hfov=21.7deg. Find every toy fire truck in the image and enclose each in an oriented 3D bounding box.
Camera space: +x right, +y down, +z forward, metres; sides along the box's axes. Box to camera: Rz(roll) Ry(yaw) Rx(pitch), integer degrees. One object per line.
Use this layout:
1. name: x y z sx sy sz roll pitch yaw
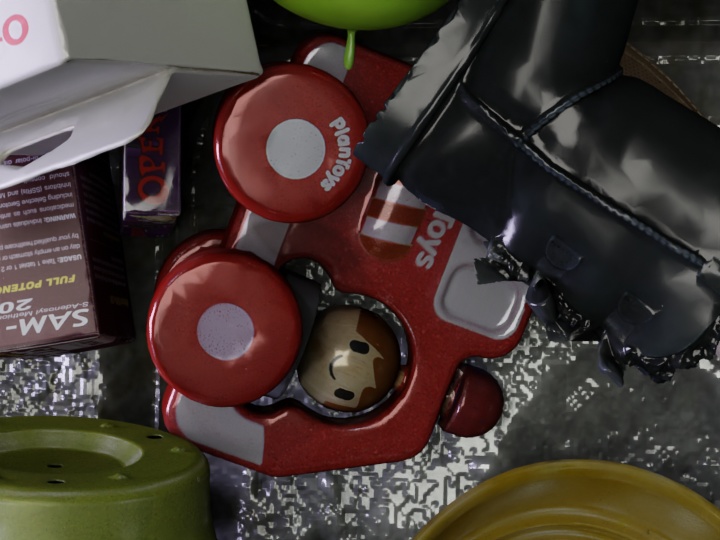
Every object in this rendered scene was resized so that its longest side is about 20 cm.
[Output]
1. toy fire truck: 0.000 0.000 0.835 0.167 0.112 0.201 20 94 -6

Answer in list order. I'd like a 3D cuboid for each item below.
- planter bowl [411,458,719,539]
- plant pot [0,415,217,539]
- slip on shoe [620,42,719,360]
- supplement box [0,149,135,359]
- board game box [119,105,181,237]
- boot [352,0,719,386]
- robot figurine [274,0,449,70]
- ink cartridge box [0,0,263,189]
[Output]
1. planter bowl: 0.088 0.188 0.799 0.199 0.083 0.202 4 72 -11
2. plant pot: -0.133 0.168 0.791 0.199 0.200 0.194 5 99 13
3. slip on shoe: 0.151 -0.027 0.801 0.076 0.061 0.201 -29 84 -34
4. supplement box: -0.152 -0.063 0.858 0.060 0.109 0.201 -9 86 1
5. board game box: -0.094 -0.119 0.840 0.032 0.120 0.202 0 86 -4
6. boot: 0.109 -0.065 0.734 0.162 0.073 0.199 36 105 3
7. robot figurine: 0.010 -0.182 0.740 0.115 0.176 0.201 1 133 -21
8. ink cartridge box: -0.136 -0.130 0.724 0.128 0.125 0.201 -15 85 32
